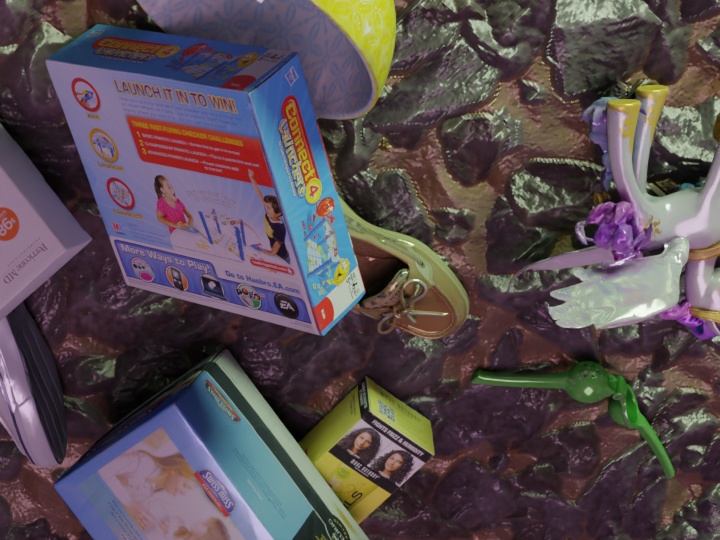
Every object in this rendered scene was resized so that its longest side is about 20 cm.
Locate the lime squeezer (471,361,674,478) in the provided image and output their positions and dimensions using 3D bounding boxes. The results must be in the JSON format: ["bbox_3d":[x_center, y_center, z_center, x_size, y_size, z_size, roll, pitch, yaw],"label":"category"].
[{"bbox_3d":[0.193,0.113,1.515,0.200,0.038,0.071,26,118,-18],"label":"lime squeezer"}]

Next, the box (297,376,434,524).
[{"bbox_3d":[-0.032,0.180,1.542,0.075,0.050,0.200,37,115,-22],"label":"box"}]

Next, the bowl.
[{"bbox_3d":[-0.052,-0.203,1.253,0.200,0.200,0.108,37,71,-22],"label":"bowl"}]

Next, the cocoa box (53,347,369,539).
[{"bbox_3d":[-0.113,0.190,1.458,0.133,0.131,0.200,-34,95,22],"label":"cocoa box"}]

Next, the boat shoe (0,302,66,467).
[{"bbox_3d":[-0.286,0.065,1.455,0.067,0.074,0.200,-11,109,10],"label":"boat shoe"}]

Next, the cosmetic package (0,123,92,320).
[{"bbox_3d":[-0.317,-0.018,1.372,0.200,0.052,0.151,-40,90,20],"label":"cosmetic package"}]

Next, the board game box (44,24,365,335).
[{"bbox_3d":[-0.108,-0.066,1.316,0.200,0.056,0.196,13,132,38],"label":"board game box"}]

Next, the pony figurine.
[{"bbox_3d":[0.213,-0.031,1.374,0.193,0.167,0.200,-4,107,-8],"label":"pony figurine"}]

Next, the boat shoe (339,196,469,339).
[{"bbox_3d":[0.000,0.000,1.421,0.200,0.063,0.073,32,115,-21],"label":"boat shoe"}]
